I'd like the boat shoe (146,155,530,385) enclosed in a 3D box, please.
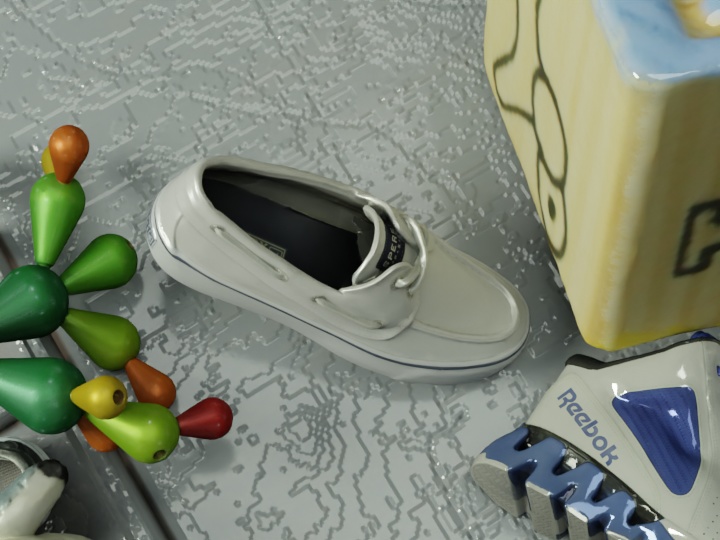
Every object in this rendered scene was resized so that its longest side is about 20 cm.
[{"bbox_3d":[0.000,0.000,0.790,0.198,0.065,0.074,15,64,-21],"label":"boat shoe"}]

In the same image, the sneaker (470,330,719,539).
[{"bbox_3d":[0.162,0.094,0.785,0.198,0.081,0.116,28,73,18],"label":"sneaker"}]

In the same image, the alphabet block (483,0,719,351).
[{"bbox_3d":[0.172,-0.110,0.765,0.194,0.201,0.197,-11,58,-6],"label":"alphabet block"}]

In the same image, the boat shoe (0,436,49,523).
[{"bbox_3d":[-0.236,0.119,0.765,0.198,0.071,0.073,-24,78,-8],"label":"boat shoe"}]

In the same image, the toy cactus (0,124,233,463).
[{"bbox_3d":[-0.164,0.022,0.770,0.164,0.102,0.201,-28,75,-34],"label":"toy cactus"}]

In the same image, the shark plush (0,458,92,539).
[{"bbox_3d":[-0.178,0.169,0.720,0.199,0.083,0.091,-31,75,-31],"label":"shark plush"}]
